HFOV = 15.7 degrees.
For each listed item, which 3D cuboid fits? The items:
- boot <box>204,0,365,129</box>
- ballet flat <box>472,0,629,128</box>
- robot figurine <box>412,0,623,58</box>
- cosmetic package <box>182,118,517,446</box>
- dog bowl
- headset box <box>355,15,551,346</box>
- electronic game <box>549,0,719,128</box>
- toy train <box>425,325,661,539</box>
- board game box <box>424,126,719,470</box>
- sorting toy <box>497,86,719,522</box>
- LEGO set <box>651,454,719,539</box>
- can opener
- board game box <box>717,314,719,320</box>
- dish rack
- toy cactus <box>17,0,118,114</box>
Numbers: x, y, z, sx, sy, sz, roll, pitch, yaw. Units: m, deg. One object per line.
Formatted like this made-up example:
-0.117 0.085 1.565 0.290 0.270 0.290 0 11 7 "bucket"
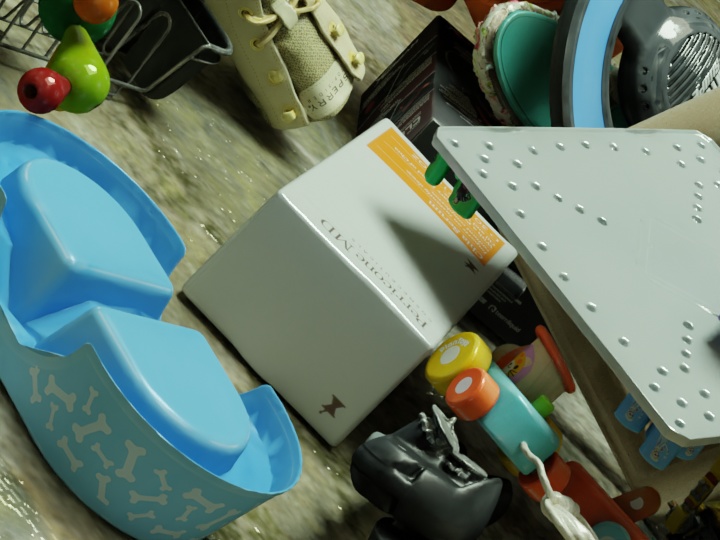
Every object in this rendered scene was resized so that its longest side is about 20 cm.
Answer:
-0.044 -0.144 1.336 0.156 0.073 0.200 60 -14 -22 "boot"
0.115 -0.095 1.470 0.064 0.076 0.200 18 -9 47 "ballet flat"
0.105 -0.184 1.486 0.144 0.117 0.200 16 -15 18 "robot figurine"
0.000 0.000 1.242 0.101 0.071 0.200 46 20 0 "cosmetic package"
-0.101 0.025 1.018 0.111 0.050 0.200 17 33 -54 "dog bowl"
0.072 -0.043 1.470 0.149 0.075 0.200 40 20 -14 "headset box"
0.175 -0.106 1.434 0.042 0.200 0.200 10 -12 46 "electronic game"
0.098 0.085 1.206 0.150 0.056 0.200 48 0 14 "toy train"
0.149 0.008 1.215 0.200 0.026 0.200 -3 45 -43 "board game box"
0.191 0.012 1.362 0.200 0.185 0.036 64 20 -6 "sorting toy"
0.225 0.139 1.275 0.116 0.200 0.154 7 60 -54 "LEGO set"
0.029 0.093 1.126 0.063 0.079 0.200 46 9 6 "can opener"
0.265 0.024 1.218 0.134 0.045 0.200 46 36 8 "board game box"
-0.165 -0.158 1.249 0.200 0.055 0.153 15 35 -55 "dish rack"
-0.148 -0.145 1.141 0.200 0.102 0.165 50 28 22 "toy cactus"
